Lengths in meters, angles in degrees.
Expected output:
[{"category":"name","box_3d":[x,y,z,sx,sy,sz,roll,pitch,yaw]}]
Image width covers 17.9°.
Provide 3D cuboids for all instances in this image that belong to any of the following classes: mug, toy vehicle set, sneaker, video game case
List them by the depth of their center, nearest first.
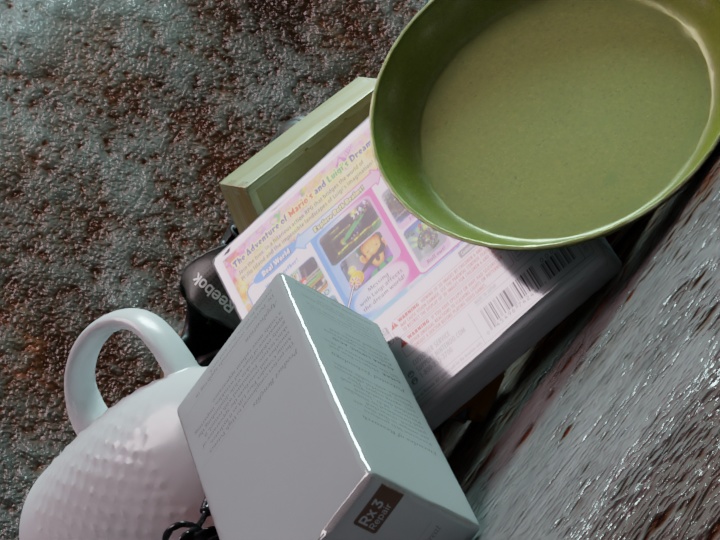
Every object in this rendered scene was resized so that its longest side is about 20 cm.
[{"category":"video game case","box_3d":[0.025,-0.003,1.243,0.200,0.024,0.182,-42,51,16]},{"category":"toy vehicle set","box_3d":[0.000,0.000,1.391,0.124,0.200,0.027,-38,30,-31]},{"category":"mug","box_3d":[-0.123,0.119,1.434,0.148,0.200,0.175,-15,-20,-43]},{"category":"sneaker","box_3d":[-0.067,-0.006,1.440,0.090,0.066,0.200,-30,-29,-47]}]

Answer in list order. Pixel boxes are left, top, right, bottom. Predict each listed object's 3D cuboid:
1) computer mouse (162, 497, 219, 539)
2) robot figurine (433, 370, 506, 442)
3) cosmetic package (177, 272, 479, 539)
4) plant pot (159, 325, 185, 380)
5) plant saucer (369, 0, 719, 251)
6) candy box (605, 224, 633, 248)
[{"category":"computer mouse","box_3d":[-0.057,0.112,1.277,0.110,0.044,0.200,99,-166,-50]},{"category":"robot figurine","box_3d":[0.014,0.100,1.300,0.200,0.058,0.145,-55,11,4]},{"category":"cosmetic package","box_3d":[-0.021,0.096,1.127,0.102,0.074,0.200,-53,30,16]},{"category":"plant pot","box_3d":[-0.033,0.088,1.597,0.201,0.093,0.201,-19,-41,-18]},{"category":"plant saucer","box_3d":[0.104,-0.088,1.196,0.200,0.200,0.031,-55,-35,-18]},{"category":"candy box","box_3d":[0.138,-0.065,1.320,0.115,0.055,0.200,-52,3,37]}]
